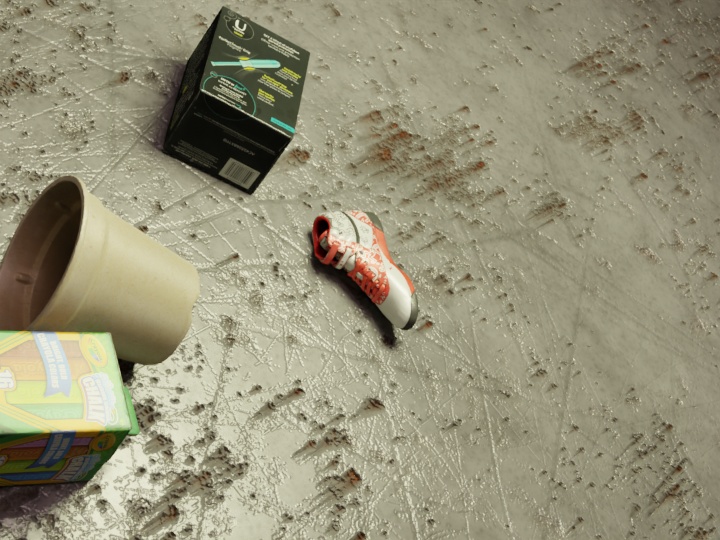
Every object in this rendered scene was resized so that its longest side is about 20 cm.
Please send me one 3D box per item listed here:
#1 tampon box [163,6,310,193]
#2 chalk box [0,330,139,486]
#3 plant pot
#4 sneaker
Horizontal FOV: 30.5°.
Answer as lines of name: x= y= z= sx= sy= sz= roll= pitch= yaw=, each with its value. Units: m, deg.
tampon box: x=-0.173 y=-0.242 z=1.868 sx=0.149 sy=0.126 sz=0.201 roll=26 pitch=42 yaw=-18
chalk box: x=-0.327 y=0.147 z=1.416 sx=0.199 sy=0.124 sz=0.125 roll=1 pitch=55 yaw=-37
plant pot: x=-0.294 y=0.018 z=1.521 sx=0.183 sy=0.200 sz=0.201 roll=25 pitch=42 yaw=-34
sneaker: x=-0.001 y=0.000 z=1.841 sx=0.107 sy=0.067 sz=0.202 roll=1 pitch=51 yaw=-36
